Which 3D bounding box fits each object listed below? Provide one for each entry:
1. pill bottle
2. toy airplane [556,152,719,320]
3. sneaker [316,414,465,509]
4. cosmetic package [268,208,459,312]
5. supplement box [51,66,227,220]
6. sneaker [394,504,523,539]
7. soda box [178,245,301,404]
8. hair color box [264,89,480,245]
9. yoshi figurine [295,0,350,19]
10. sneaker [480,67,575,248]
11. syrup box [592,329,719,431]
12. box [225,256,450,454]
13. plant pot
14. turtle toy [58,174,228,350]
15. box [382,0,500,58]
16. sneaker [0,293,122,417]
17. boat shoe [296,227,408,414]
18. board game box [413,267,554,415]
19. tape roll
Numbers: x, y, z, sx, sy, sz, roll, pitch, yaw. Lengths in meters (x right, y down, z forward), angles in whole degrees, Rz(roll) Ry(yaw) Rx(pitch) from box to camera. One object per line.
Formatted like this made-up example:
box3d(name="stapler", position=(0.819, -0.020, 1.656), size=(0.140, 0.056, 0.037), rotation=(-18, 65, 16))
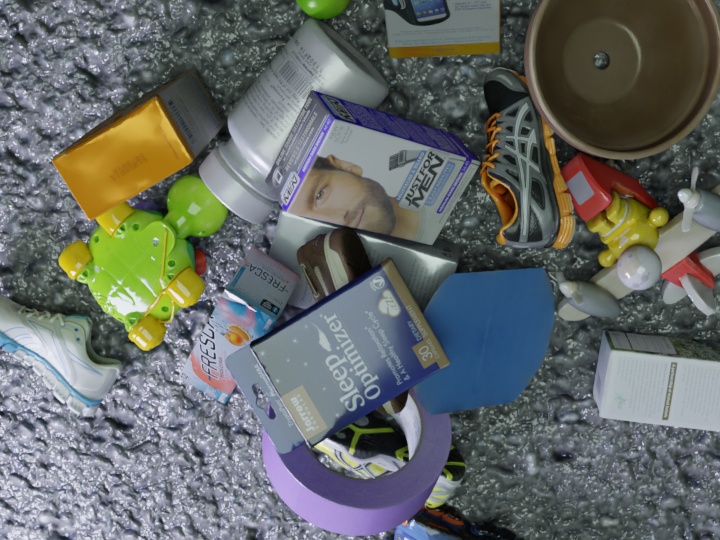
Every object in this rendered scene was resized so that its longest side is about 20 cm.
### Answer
box3d(name="pill bottle", position=(-0.074, -0.152, 1.218), size=(0.114, 0.114, 0.200), rotation=(41, 104, -6))
box3d(name="toy airplane", position=(0.298, -0.019, 1.202), size=(0.196, 0.142, 0.202), rotation=(6, 124, 16))
box3d(name="sneaker", position=(0.016, 0.218, 1.328), size=(0.198, 0.076, 0.077), rotation=(22, 122, 8))
box3d(name="cosmetic package", position=(0.000, 0.000, 1.272), size=(0.197, 0.071, 0.103), rotation=(17, 107, 1))
box3d(name="supplement box", position=(-0.220, -0.135, 1.192), size=(0.125, 0.200, 0.074), rotation=(-28, 104, 11))
box3d(name="sneaker", position=(0.127, 0.336, 1.355), size=(0.198, 0.075, 0.079), rotation=(26, 115, 7))
box3d(name="soda box", position=(-0.132, 0.062, 1.252), size=(0.063, 0.069, 0.200), rotation=(30, 141, -3))
box3d(name="hair color box", position=(0.015, -0.100, 1.187), size=(0.198, 0.065, 0.110), rotation=(11, 119, -37))
box3d(name="yoshi figurine", position=(-0.087, -0.306, 1.179), size=(0.197, 0.112, 0.114), rotation=(11, 71, 12))
box3d(name="sneaker", position=(0.156, -0.115, 1.190), size=(0.076, 0.078, 0.202), rotation=(-11, 71, -12))
box3d(name="syrup box", position=(0.359, 0.122, 1.265), size=(0.197, 0.079, 0.083), rotation=(7, 105, 3))
box3d(name="box", position=(-0.024, 0.091, 1.164), size=(0.199, 0.032, 0.122), rotation=(-31, 99, 3))
box3d(name="plant pot", position=(0.253, -0.213, 1.172), size=(0.198, 0.093, 0.204), rotation=(-1, 95, -7))
box3d(name="turtle toy", position=(-0.221, -0.021, 1.266), size=(0.146, 0.101, 0.200), rotation=(45, 116, -1))
box3d(name="box", position=(0.078, -0.291, 1.144), size=(0.117, 0.042, 0.201), rotation=(-1, 146, 5))
box3d(name="sneaker", position=(-0.354, 0.070, 1.332), size=(0.200, 0.075, 0.087), rotation=(42, 97, -14))
box3d(name="boat shoe", position=(-0.011, 0.057, 1.223), size=(0.074, 0.075, 0.205), rotation=(-14, 100, 26))
box3d(name="board game box", position=(0.123, 0.069, 1.263), size=(0.198, 0.039, 0.160), rotation=(-4, 111, -35))
box3d(name="tape roll", position=(-0.005, 0.177, 1.253), size=(0.197, 0.202, 0.066), rotation=(17, 141, 1))
